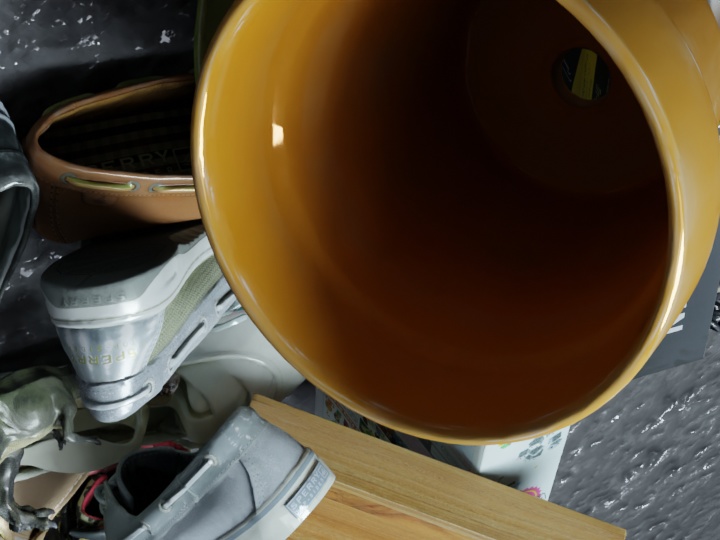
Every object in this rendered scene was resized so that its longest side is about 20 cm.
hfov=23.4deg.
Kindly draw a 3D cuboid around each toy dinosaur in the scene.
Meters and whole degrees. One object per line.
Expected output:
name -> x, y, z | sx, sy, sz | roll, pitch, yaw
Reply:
toy dinosaur -> -0.181, 0.091, 0.822 | 0.199, 0.047, 0.089 | -14, 111, -32

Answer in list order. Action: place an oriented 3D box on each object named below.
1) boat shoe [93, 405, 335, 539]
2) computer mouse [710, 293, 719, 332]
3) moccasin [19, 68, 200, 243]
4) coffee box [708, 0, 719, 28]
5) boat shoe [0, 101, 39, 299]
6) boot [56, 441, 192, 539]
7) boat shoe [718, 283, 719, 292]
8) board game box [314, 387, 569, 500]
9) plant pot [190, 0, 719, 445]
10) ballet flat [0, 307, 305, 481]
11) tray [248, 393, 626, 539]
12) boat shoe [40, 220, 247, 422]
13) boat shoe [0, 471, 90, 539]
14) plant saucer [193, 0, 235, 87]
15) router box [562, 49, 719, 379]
boat shoe -> -0.089, 0.114, 0.852 | 0.201, 0.072, 0.070 | -35, -170, 49
computer mouse -> 0.143, 0.039, 1.088 | 0.199, 0.046, 0.140 | 2, 167, -44
moccasin -> -0.061, -0.070, 0.804 | 0.201, 0.074, 0.078 | -10, 157, -21
coffee box -> 0.193, -0.208, 0.849 | 0.114, 0.080, 0.200 | -31, 147, -6
boat shoe -> -0.199, 0.012, 0.779 | 0.072, 0.071, 0.200 | -6, 138, -38
boot -> -0.173, 0.188, 1.031 | 0.203, 0.074, 0.154 | -28, 144, -20
boat shoe -> 0.200, -0.025, 1.004 | 0.073, 0.200, 0.075 | 0, 93, -19
board game box -> 0.040, 0.073, 0.958 | 0.064, 0.148, 0.200 | -26, 150, -22
plant pot -> 0.063, -0.060, 0.704 | 0.183, 0.200, 0.201 | -39, 162, -54
ballet flat -> -0.108, 0.072, 0.903 | 0.199, 0.070, 0.070 | -13, 143, -9
tray -> 0.026, 0.133, 0.898 | 0.099, 0.199, 0.037 | 111, 0, -54
boat shoe -> -0.094, 0.014, 0.807 | 0.074, 0.065, 0.202 | -5, -171, 7
boat shoe -> -0.209, 0.156, 0.954 | 0.200, 0.069, 0.074 | -43, 145, 8
plant saucer -> -0.002, -0.099, 0.777 | 0.199, 0.031, 0.201 | -8, 102, -43
router box -> 0.137, -0.063, 0.906 | 0.052, 0.158, 0.200 | -15, 144, -8
